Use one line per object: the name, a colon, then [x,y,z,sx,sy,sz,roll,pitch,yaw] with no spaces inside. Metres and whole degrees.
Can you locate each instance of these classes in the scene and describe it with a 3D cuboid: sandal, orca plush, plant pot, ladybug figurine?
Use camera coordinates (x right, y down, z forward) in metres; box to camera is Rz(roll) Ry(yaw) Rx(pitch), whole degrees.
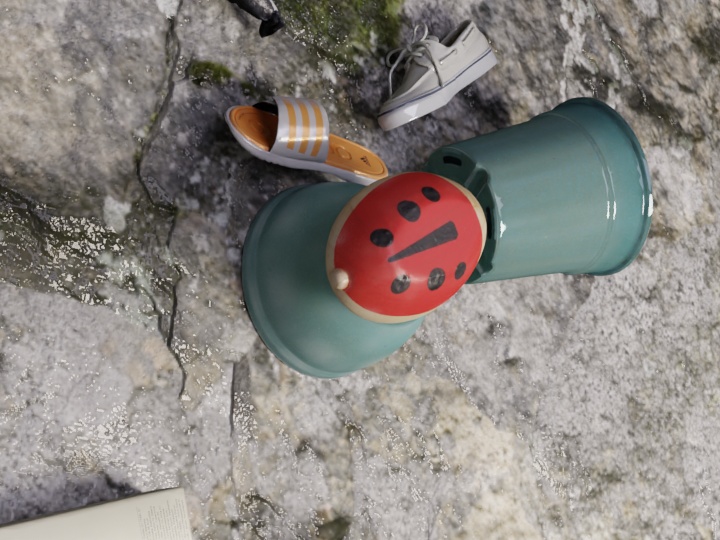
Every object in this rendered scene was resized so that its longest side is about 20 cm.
sandal: [-0.045,-0.142,1.675,0.206,0.059,0.079,13,36,-38]
orca plush: [-0.157,-0.311,1.651,0.201,0.071,0.105,55,8,-23]
plant pot: [0.177,-0.075,1.794,0.195,0.200,0.202,-13,89,-32]
plant pot: [0.000,0.000,1.655,0.199,0.134,0.202,10,74,-38]
ladybug figurine: [0.050,-0.024,1.566,0.199,0.072,0.137,-31,101,-39]

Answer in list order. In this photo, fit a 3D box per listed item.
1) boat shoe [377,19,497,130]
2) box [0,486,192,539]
boat shoe: [0.073,-0.225,1.802,0.202,0.074,0.087,-38,106,-40]
box: [-0.244,0.246,1.442,0.199,0.068,0.083,-6,84,-40]
